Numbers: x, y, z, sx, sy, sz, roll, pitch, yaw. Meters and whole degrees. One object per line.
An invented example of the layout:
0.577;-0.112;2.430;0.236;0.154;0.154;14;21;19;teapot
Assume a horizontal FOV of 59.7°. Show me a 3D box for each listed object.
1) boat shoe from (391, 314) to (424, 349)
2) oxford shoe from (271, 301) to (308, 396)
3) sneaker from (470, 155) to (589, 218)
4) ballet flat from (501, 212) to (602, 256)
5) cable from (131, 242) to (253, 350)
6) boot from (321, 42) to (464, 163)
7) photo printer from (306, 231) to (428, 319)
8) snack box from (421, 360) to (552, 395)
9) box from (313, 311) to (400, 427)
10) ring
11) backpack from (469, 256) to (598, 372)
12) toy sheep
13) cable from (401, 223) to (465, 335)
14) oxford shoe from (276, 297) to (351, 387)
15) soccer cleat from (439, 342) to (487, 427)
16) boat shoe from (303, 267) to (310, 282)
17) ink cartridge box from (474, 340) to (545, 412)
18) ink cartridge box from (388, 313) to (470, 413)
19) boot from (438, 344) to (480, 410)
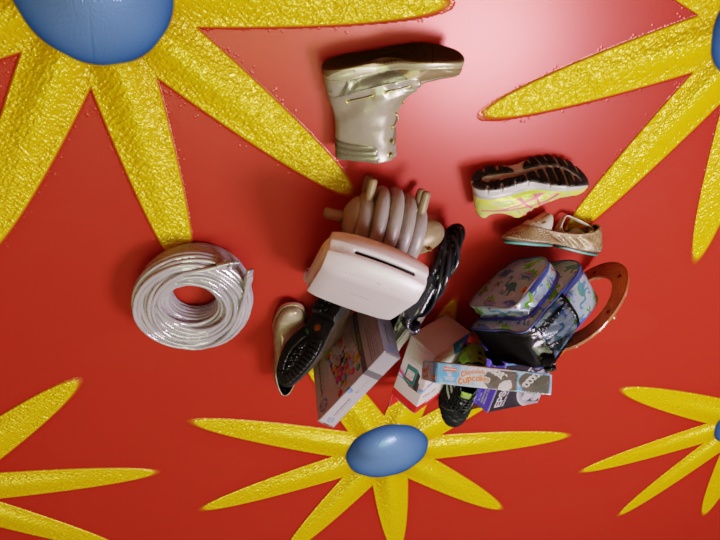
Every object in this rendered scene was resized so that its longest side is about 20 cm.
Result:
0.046;0.129;1.199;0.066;0.070;0.200;28;117;-21;boat shoe
-0.129;0.148;1.170;0.070;0.074;0.201;-1;128;-10;oxford shoe
0.278;-0.132;1.047;0.198;0.079;0.091;-5;137;-1;sneaker
0.344;-0.070;1.120;0.198;0.070;0.066;6;99;-19;ballet flat
-0.282;0.046;1.062;0.198;0.070;0.201;2;128;-12;cable
0.051;-0.239;0.909;0.198;0.072;0.156;-7;128;0;boot
0.008;0.010;0.958;0.165;0.070;0.200;20;162;-8;photo printer
0.214;0.184;1.084;0.198;0.116;0.038;7;82;-5;snack box
-0.014;0.164;1.156;0.041;0.157;0.200;26;119;-26;box
0.412;0.068;1.147;0.019;0.201;0.200;39;113;-11;ring
0.310;0.060;1.116;0.200;0.183;0.148;-39;104;-23;backpack
0.038;-0.076;1.002;0.198;0.138;0.139;13;125;-5;toy sheep
0.131;0.014;1.071;0.050;0.163;0.201;27;97;10;cable
-0.074;0.129;1.130;0.201;0.072;0.084;-53;147;-7;oxford shoe
0.197;0.234;1.218;0.067;0.081;0.202;15;117;3;soccer cleat
0.000;0.000;1.098;0.198;0.074;0.068;6;98;-15;boat shoe
0.310;0.196;1.276;0.198;0.043;0.200;-3;121;-28;ink cartridge box
0.132;0.197;1.237;0.116;0.067;0.201;-25;140;-41;ink cartridge box
0.280;0.230;1.331;0.198;0.069;0.190;-1;119;-17;boot
